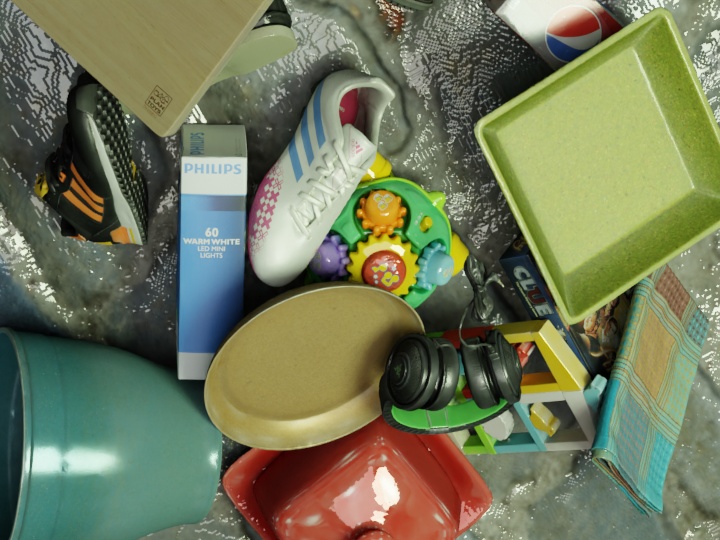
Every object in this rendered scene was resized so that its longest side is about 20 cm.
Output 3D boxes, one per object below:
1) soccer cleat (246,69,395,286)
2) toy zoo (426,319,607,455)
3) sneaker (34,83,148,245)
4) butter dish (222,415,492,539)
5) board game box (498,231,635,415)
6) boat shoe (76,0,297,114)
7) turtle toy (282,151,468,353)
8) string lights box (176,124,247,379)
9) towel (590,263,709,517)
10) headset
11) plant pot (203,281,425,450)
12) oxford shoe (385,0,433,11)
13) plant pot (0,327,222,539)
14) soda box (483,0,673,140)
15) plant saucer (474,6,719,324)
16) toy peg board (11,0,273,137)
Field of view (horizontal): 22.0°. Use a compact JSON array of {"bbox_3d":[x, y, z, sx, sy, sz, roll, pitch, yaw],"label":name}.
[{"bbox_3d":[-0.033,-0.081,1.562,0.070,0.086,0.201,30,75,-35],"label":"soccer cleat"},{"bbox_3d":[0.139,0.107,1.659,0.199,0.020,0.132,-9,119,44],"label":"toy zoo"},{"bbox_3d":[-0.235,-0.080,1.548,0.089,0.070,0.200,-5,149,4],"label":"sneaker"},{"bbox_3d":[0.004,0.226,1.689,0.199,0.148,0.200,-36,111,8],"label":"butter dish"},{"bbox_3d":[0.209,0.030,1.655,0.034,0.136,0.201,-10,119,42],"label":"board game box"},{"bbox_3d":[-0.152,-0.185,1.567,0.200,0.074,0.063,-21,73,12],"label":"boat shoe"},{"bbox_3d":[0.000,0.000,1.628,0.200,0.101,0.146,-41,109,11],"label":"turtle toy"},{"bbox_3d":[-0.130,-0.017,1.606,0.058,0.103,0.201,1,111,-5],"label":"string lights box"},{"bbox_3d":[0.261,0.102,1.649,0.147,0.022,0.201,45,58,-49],"label":"towel"},{"bbox_3d":[0.081,0.073,1.585,0.123,0.095,0.200,-3,150,-13],"label":"headset"},{"bbox_3d":[-0.041,0.078,1.589,0.199,0.028,0.201,-14,138,-13],"label":"plant pot"},{"bbox_3d":[0.010,-0.283,1.517,0.084,0.073,0.200,-44,134,10],"label":"oxford shoe"},{"bbox_3d":[-0.227,0.155,1.618,0.187,0.200,0.201,4,110,-23],"label":"plant pot"},{"bbox_3d":[0.201,-0.190,1.603,0.200,0.063,0.070,40,99,-19],"label":"soda box"},{"bbox_3d":[0.206,-0.091,1.562,0.199,0.048,0.201,-32,112,-12],"label":"plant saucer"},{"bbox_3d":[-0.155,-0.250,1.497,0.200,0.098,0.199,42,110,9],"label":"toy peg board"}]
